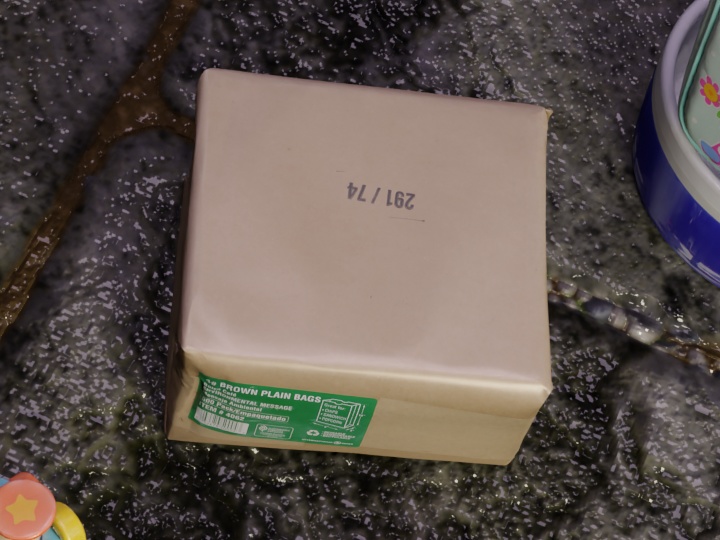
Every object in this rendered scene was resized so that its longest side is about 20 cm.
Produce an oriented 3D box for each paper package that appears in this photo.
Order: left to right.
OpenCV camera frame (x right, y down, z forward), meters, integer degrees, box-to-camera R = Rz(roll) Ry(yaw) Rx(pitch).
[{"bbox_3d":[0.000,0.000,1.280,0.198,0.104,0.192,6,57,-7],"label":"paper package"}]

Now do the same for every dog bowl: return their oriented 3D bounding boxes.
[{"bbox_3d":[0.263,-0.077,1.389,0.198,0.079,0.202,5,57,-8],"label":"dog bowl"}]

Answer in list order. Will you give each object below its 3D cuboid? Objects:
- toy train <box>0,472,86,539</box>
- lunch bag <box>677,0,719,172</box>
[{"bbox_3d":[-0.198,0.168,1.147,0.149,0.056,0.201,8,50,-16],"label":"toy train"},{"bbox_3d":[0.251,-0.109,1.241,0.160,0.201,0.077,42,59,19],"label":"lunch bag"}]
